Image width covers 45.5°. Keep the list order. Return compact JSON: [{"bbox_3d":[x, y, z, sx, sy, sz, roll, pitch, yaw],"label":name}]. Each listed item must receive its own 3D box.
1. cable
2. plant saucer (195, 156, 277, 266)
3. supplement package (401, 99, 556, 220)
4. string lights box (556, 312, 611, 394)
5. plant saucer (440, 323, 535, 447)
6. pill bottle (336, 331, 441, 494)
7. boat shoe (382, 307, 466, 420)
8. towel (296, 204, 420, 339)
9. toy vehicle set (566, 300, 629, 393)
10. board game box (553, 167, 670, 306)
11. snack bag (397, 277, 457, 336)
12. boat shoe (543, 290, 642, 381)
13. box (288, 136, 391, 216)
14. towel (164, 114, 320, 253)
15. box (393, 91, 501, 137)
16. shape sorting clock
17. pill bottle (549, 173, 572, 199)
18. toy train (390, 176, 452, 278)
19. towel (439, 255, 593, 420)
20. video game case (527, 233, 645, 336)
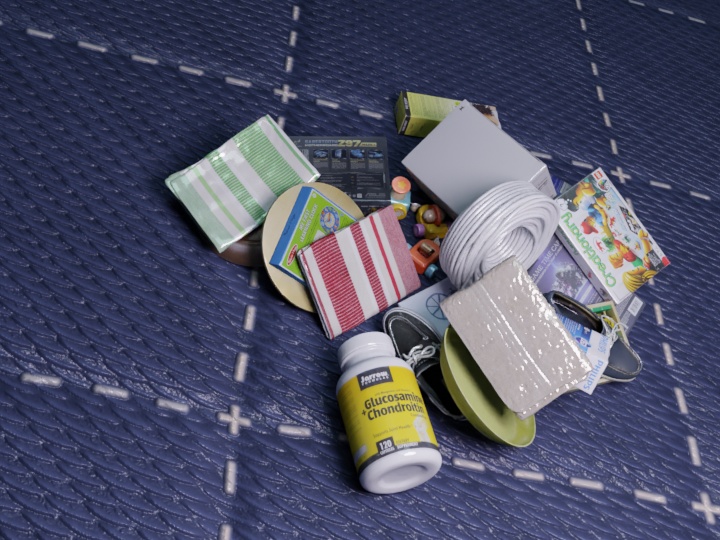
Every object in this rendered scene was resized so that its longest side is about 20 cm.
[{"bbox_3d":[0.215,-0.048,1.331,0.199,0.201,0.069,-21,53,-27],"label":"cable"},{"bbox_3d":[-0.162,-0.104,1.339,0.199,0.032,0.201,0,67,-1],"label":"plant saucer"},{"bbox_3d":[0.199,-0.156,1.447,0.156,0.111,0.200,-44,60,1],"label":"supplement package"},{"bbox_3d":[0.260,0.093,1.251,0.199,0.059,0.103,27,21,11],"label":"string lights box"},{"bbox_3d":[0.175,0.165,1.218,0.200,0.031,0.201,39,30,-27],"label":"plant saucer"},{"bbox_3d":[0.030,0.188,1.156,0.111,0.112,0.201,-2,52,-22],"label":"pill bottle"},{"bbox_3d":[0.093,0.134,1.243,0.200,0.073,0.068,57,16,19],"label":"boat shoe"},{"bbox_3d":[0.000,0.000,1.317,0.199,0.023,0.145,-29,103,-36],"label":"towel"},{"bbox_3d":[0.334,0.124,1.351,0.199,0.027,0.125,-9,71,-24],"label":"toy vehicle set"},{"bbox_3d":[0.407,-0.056,1.432,0.126,0.035,0.200,-35,86,-15],"label":"board game box"},{"bbox_3d":[0.183,0.092,1.355,0.188,0.021,0.200,-25,66,-34],"label":"snack bag"},{"bbox_3d":[0.357,0.098,1.319,0.200,0.062,0.075,39,60,-1],"label":"boat shoe"},{"bbox_3d":[-0.051,-0.156,1.431,0.199,0.051,0.158,0,51,-4],"label":"box"},{"bbox_3d":[-0.180,-0.140,1.325,0.200,0.023,0.153,-36,73,-16],"label":"towel"},{"bbox_3d":[0.168,-0.290,1.653,0.199,0.050,0.076,5,50,-16],"label":"box"},{"bbox_3d":[-0.064,-0.035,1.308,0.199,0.039,0.201,5,82,-38],"label":"shape sorting clock"},{"bbox_3d":[0.367,-0.088,1.513,0.199,0.112,0.112,31,48,6],"label":"pill bottle"},{"bbox_3d":[0.079,-0.085,1.443,0.200,0.056,0.150,43,50,17],"label":"toy train"},{"bbox_3d":[0.216,0.093,1.187,0.132,0.034,0.201,-34,81,7],"label":"towel"},{"bbox_3d":[0.369,0.039,1.427,0.200,0.019,0.143,41,60,1],"label":"video game case"}]
